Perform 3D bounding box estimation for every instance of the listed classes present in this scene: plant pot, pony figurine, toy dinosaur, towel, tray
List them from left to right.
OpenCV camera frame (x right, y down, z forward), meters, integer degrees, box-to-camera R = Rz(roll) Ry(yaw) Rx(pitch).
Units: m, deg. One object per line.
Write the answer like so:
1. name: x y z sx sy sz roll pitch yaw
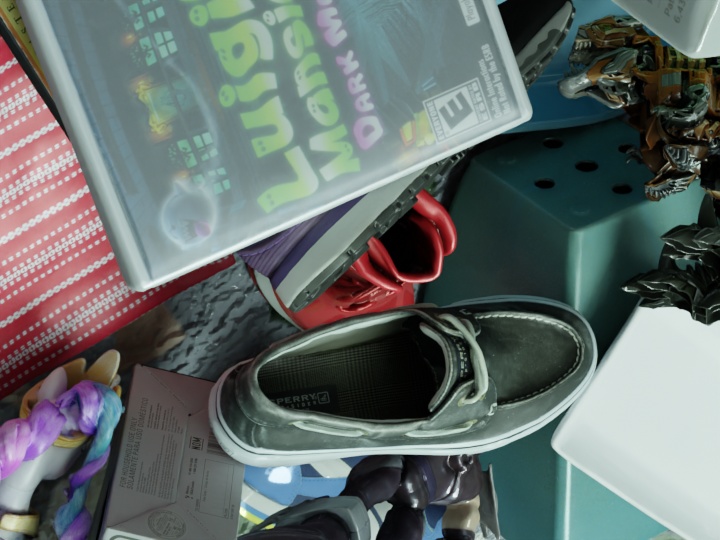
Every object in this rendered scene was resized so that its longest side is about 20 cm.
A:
1. pony figurine: -0.193 0.125 0.924 0.201 0.166 0.193 -58 162 19
2. towel: -0.130 -0.040 0.922 0.144 0.022 0.201 -30 139 -19
3. plant pot: 0.120 0.028 1.122 0.140 0.141 0.201 -22 129 -28
4. tray: 0.176 0.080 1.088 0.200 0.022 0.108 34 90 -42
5. toy dinosaur: 0.185 -0.050 0.976 0.137 0.198 0.102 -66 157 -18

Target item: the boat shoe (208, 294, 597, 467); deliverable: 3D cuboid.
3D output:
1. boat shoe: 0.030 0.052 0.965 0.198 0.073 0.071 -13 169 -23

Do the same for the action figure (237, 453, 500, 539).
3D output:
1. action figure: 0.016 0.110 1.036 0.131 0.069 0.200 65 30 -10

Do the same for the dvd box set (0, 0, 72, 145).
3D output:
1. dvd box set: -0.067 -0.157 0.843 0.200 0.029 0.147 -38 122 -11

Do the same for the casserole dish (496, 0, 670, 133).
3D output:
1. casserole dish: 0.097 -0.120 1.027 0.199 0.039 0.121 -9 148 -39

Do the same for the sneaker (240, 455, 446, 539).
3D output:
1. sneaker: -0.005 0.104 1.119 0.083 0.074 0.199 -55 142 7

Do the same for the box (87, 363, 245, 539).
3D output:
1. box: -0.107 0.160 1.011 0.060 0.117 0.201 13 128 -8

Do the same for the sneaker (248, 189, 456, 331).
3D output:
1. sneaker: 0.000 0.000 0.999 0.078 0.115 0.200 -41 140 -7

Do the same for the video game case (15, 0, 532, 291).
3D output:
1. video game case: -0.043 -0.119 0.810 0.181 0.023 0.202 -24 104 -16

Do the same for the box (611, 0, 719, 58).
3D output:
1. box: 0.191 -0.225 0.940 0.198 0.171 0.201 -10 130 -36

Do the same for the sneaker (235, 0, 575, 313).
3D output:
1. sneaker: 0.011 -0.079 0.894 0.200 0.088 0.076 -44 177 -29
